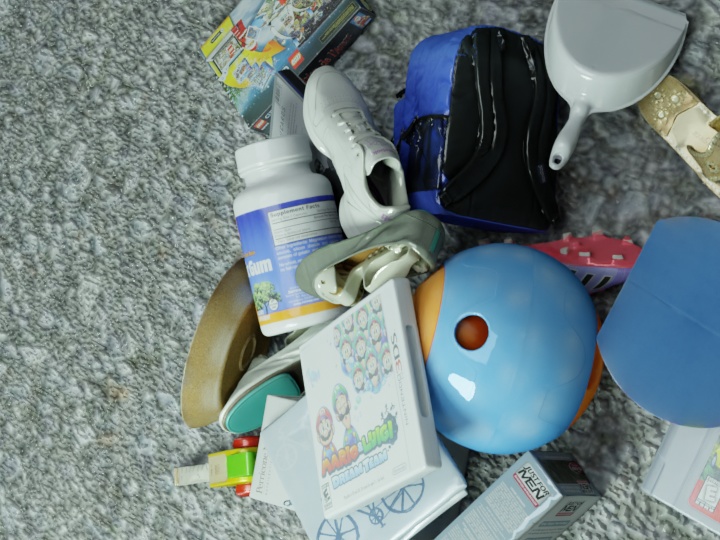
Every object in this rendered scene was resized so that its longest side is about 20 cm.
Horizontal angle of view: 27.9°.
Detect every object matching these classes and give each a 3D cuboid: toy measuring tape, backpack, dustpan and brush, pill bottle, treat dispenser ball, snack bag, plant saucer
[{"bbox_3d":[-0.144,0.231,1.682,0.199,0.073,0.075,-20,71,52],"label":"toy measuring tape"},{"bbox_3d":[0.108,-0.149,1.502,0.167,0.161,0.203,4,87,53],"label":"backpack"},{"bbox_3d":[0.230,-0.189,1.443,0.138,0.057,0.201,22,60,13],"label":"dustpan and brush"},{"bbox_3d":[-0.075,-0.039,1.561,0.111,0.112,0.203,-15,88,30],"label":"pill bottle"},{"bbox_3d":[0.135,0.075,1.398,0.199,0.200,0.204,-5,80,32],"label":"treat dispenser ball"},{"bbox_3d":[-0.004,0.192,1.470,0.188,0.021,0.201,-42,60,19],"label":"snack bag"},{"bbox_3d":[-0.139,0.086,1.616,0.035,0.200,0.203,18,93,13],"label":"plant saucer"}]

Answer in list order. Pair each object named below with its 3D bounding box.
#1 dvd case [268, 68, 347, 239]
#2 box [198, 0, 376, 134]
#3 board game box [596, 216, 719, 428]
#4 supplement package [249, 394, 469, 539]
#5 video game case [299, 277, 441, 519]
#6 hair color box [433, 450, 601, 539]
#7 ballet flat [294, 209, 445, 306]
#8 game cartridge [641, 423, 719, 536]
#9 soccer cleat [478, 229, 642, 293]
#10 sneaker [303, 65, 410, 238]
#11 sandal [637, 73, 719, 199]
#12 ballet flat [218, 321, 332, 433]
[{"bbox_3d":[-0.043,-0.109,1.613,0.200,0.025,0.152,49,144,37],"label":"dvd case"},{"bbox_3d":[-0.090,-0.281,1.720,0.200,0.038,0.137,-44,63,20],"label":"box"},{"bbox_3d":[0.315,0.053,1.378,0.157,0.039,0.201,30,75,0],"label":"board game box"},{"bbox_3d":[-0.001,0.209,1.547,0.198,0.117,0.118,9,89,33],"label":"supplement package"},{"bbox_3d":[0.004,0.128,1.401,0.200,0.023,0.184,-37,57,53],"label":"video game case"},{"bbox_3d":[0.138,0.268,1.460,0.200,0.099,0.061,-46,62,19],"label":"hair color box"},{"bbox_3d":[0.000,0.000,1.420,0.199,0.067,0.064,-26,39,41],"label":"ballet flat"},{"bbox_3d":[0.374,0.193,1.359,0.199,0.041,0.134,28,94,32],"label":"game cartridge"},{"bbox_3d":[0.202,0.005,1.488,0.198,0.067,0.077,-1,115,26],"label":"soccer cleat"},{"bbox_3d":[0.005,-0.124,1.456,0.100,0.074,0.202,-47,60,58],"label":"sneaker"},{"bbox_3d":[0.341,-0.122,1.402,0.212,0.069,0.078,45,107,29],"label":"sandal"},{"bbox_3d":[-0.080,0.107,1.619,0.199,0.070,0.070,-35,63,-7],"label":"ballet flat"}]
